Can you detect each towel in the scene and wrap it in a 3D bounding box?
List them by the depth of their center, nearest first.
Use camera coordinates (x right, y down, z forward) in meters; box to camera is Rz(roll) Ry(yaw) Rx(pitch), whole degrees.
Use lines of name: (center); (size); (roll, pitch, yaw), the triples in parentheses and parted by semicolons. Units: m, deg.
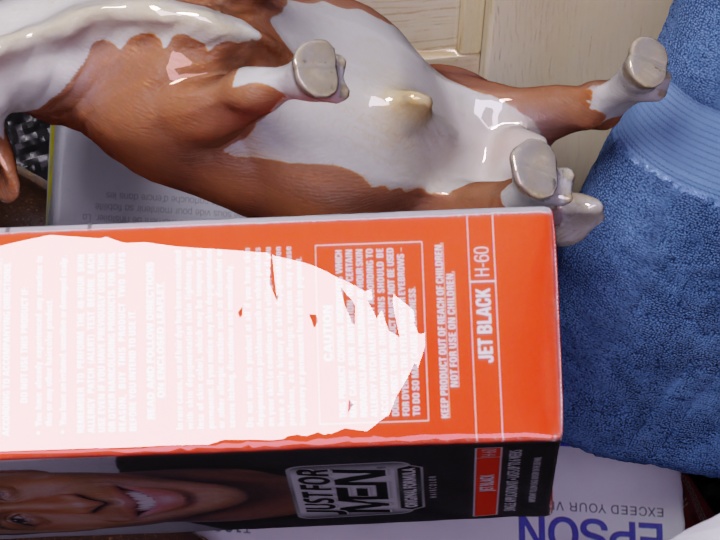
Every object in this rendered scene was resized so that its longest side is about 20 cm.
towel: (0.119, -0.027, 0.763); (0.111, 0.049, 0.201); (10, 126, -22)

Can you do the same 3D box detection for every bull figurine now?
bull figurine: (-0.021, -0.045, 0.702); (0.199, 0.121, 0.066); (14, 74, -32)

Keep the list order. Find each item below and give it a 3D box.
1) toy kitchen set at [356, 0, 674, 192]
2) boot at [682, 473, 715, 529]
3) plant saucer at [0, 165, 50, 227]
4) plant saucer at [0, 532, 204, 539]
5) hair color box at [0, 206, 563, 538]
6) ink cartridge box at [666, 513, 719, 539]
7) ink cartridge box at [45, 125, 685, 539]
toy kitchen set: (0.068, -0.099, 0.844); (0.198, 0.181, 0.164); (-3, 130, -7)
boot: (0.018, 0.100, 0.898); (0.199, 0.072, 0.145); (-28, 98, -12)
plant saucer: (-0.144, 0.061, 0.857); (0.199, 0.034, 0.202); (2, 87, -36)
plant saucer: (-0.107, 0.154, 0.806); (0.199, 0.035, 0.201); (-4, 121, -6)
hair color box: (-0.049, 0.029, 0.710); (0.198, 0.102, 0.062); (-2, 74, 2)
ink cartridge box: (0.157, 0.139, 0.850); (0.145, 0.200, 0.084); (-29, 56, -2)
ink cartridge box: (0.000, 0.000, 0.859); (0.196, 0.047, 0.201); (4, 71, -8)
